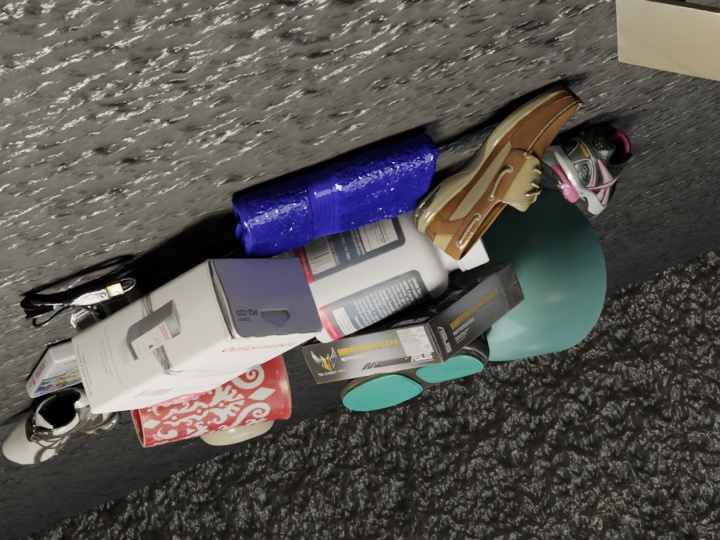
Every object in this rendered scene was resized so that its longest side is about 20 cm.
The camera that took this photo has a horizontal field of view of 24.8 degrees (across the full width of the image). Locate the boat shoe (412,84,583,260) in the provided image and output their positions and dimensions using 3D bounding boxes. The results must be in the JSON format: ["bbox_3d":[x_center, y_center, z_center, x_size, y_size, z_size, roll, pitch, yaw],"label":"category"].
[{"bbox_3d":[0.140,-0.090,1.562,0.200,0.074,0.076,-44,168,18],"label":"boat shoe"}]

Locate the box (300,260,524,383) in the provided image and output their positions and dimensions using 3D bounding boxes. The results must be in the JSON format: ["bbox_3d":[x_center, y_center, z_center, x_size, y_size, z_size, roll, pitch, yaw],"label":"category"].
[{"bbox_3d":[0.056,0.056,1.773,0.199,0.049,0.158,-12,-163,46],"label":"box"}]

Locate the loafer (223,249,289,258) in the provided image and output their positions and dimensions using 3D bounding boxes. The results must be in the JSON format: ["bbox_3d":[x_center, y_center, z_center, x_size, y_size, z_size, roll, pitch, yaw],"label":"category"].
[{"bbox_3d":[-0.147,0.029,1.699,0.199,0.063,0.072,-23,-161,28],"label":"loafer"}]

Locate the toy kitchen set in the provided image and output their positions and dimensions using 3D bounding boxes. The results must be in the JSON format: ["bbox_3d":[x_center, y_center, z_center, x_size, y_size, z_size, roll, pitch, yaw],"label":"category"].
[{"bbox_3d":[0.312,-0.232,1.325,0.162,0.181,0.201,13,145,22],"label":"toy kitchen set"}]

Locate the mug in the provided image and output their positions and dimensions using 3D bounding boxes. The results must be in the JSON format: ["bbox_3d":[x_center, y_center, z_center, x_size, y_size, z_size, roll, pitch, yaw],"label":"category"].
[{"bbox_3d":[-0.207,0.136,2.159,0.198,0.179,0.133,-14,-154,-14],"label":"mug"}]

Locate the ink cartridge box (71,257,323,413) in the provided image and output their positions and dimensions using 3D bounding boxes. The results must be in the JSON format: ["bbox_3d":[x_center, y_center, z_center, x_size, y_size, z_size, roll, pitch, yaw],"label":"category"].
[{"bbox_3d":[-0.158,0.062,1.585,0.199,0.086,0.145,-26,167,33],"label":"ink cartridge box"}]

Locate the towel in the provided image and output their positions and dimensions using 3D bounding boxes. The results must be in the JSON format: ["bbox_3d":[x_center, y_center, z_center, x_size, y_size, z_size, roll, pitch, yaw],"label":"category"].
[{"bbox_3d":[-0.023,-0.064,1.537,0.198,0.050,0.148,-20,172,-6],"label":"towel"}]

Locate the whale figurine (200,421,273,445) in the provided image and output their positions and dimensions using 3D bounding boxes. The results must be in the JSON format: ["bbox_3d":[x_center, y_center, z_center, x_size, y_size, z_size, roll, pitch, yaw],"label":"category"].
[{"bbox_3d":[-0.222,0.207,2.584,0.158,0.105,0.199,-16,-166,-32],"label":"whale figurine"}]

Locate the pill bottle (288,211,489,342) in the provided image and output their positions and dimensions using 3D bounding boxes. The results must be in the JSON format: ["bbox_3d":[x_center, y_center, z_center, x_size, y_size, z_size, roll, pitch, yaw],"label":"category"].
[{"bbox_3d":[0.028,-0.014,1.720,0.198,0.121,0.120,-22,171,6],"label":"pill bottle"}]

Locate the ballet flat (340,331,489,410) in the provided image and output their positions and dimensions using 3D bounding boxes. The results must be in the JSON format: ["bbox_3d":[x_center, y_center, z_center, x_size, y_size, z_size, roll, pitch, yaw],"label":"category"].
[{"bbox_3d":[0.062,0.102,1.840,0.199,0.074,0.073,-23,171,35],"label":"ballet flat"}]

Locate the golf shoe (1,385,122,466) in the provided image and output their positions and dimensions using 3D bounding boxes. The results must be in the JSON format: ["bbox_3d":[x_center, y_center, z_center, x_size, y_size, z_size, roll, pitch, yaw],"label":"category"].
[{"bbox_3d":[-0.408,0.193,2.134,0.199,0.078,0.094,-27,152,24],"label":"golf shoe"}]

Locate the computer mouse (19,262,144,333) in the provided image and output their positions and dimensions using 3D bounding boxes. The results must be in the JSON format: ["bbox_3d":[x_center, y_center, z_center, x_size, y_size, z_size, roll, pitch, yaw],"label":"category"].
[{"bbox_3d":[-0.254,0.035,1.614,0.109,0.044,0.200,-23,166,2],"label":"computer mouse"}]

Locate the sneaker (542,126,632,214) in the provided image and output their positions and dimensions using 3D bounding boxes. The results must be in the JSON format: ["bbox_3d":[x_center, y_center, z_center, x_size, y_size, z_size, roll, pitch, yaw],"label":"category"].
[{"bbox_3d":[0.267,-0.117,1.818,0.086,0.081,0.200,-35,173,16],"label":"sneaker"}]

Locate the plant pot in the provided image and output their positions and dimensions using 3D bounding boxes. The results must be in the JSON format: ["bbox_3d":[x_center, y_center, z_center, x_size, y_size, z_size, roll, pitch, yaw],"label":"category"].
[{"bbox_3d":[0.158,0.014,1.891,0.160,0.202,0.200,-17,170,-45],"label":"plant pot"}]

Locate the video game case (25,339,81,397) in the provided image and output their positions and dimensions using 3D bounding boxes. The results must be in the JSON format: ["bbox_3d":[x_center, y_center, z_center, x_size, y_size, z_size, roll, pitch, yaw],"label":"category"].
[{"bbox_3d":[-0.286,0.092,1.928,0.198,0.023,0.182,-18,170,-24],"label":"video game case"}]
